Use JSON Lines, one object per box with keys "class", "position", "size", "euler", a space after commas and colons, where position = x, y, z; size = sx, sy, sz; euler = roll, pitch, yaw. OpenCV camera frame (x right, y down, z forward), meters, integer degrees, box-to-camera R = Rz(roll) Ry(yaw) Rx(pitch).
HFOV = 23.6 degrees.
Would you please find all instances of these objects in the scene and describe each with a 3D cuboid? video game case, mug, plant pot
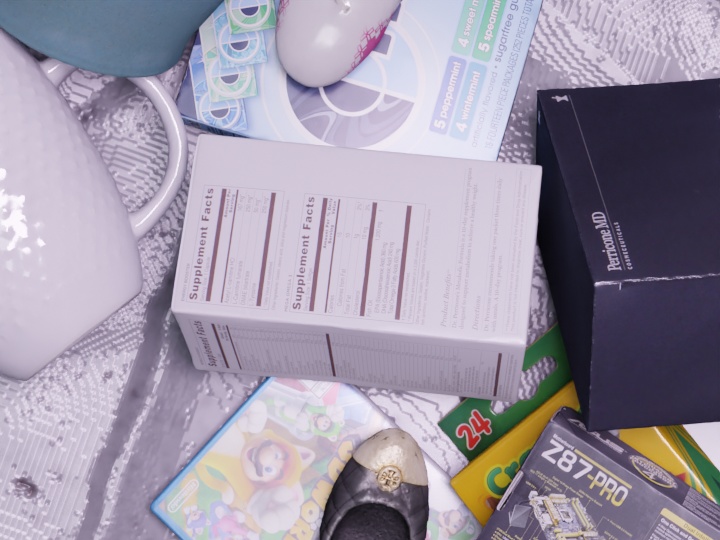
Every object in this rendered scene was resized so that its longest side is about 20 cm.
{"class": "video game case", "position": [-0.011, 0.163, 1.068], "size": [0.200, 0.018, 0.143], "euler": [44, 87, 0]}
{"class": "mug", "position": [-0.193, -0.047, 1.008], "size": [0.199, 0.148, 0.176], "euler": [-37, 93, -10]}
{"class": "plant pot", "position": [-0.131, -0.221, 0.971], "size": [0.199, 0.200, 0.189], "euler": [28, 118, -1]}

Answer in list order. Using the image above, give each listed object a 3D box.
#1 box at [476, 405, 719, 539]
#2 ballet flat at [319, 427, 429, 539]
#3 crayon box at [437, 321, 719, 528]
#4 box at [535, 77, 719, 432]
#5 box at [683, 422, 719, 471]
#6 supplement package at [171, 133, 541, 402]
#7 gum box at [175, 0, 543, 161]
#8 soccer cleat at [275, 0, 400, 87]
{"class": "box", "position": [0.154, 0.199, 0.983], "size": [0.199, 0.049, 0.162], "euler": [32, 107, 11]}
{"class": "ballet flat", "position": [-0.002, 0.193, 1.030], "size": [0.066, 0.057, 0.202], "euler": [17, 88, -2]}
{"class": "crayon box", "position": [0.144, 0.138, 1.030], "size": [0.127, 0.051, 0.200], "euler": [-42, 83, 19]}
{"class": "box", "position": [0.201, -0.017, 0.981], "size": [0.180, 0.201, 0.105], "euler": [-3, 126, -2]}
{"class": "box", "position": [0.260, 0.065, 1.069], "size": [0.198, 0.036, 0.146], "euler": [-2, 89, -2]}
{"class": "supplement package", "position": [0.000, 0.000, 1.004], "size": [0.198, 0.114, 0.111], "euler": [6, 70, 4]}
{"class": "gum box", "position": [0.003, -0.146, 1.063], "size": [0.198, 0.045, 0.172], "euler": [16, 87, -2]}
{"class": "soccer cleat", "position": [0.010, -0.202, 1.000], "size": [0.069, 0.086, 0.201], "euler": [30, 86, 0]}
